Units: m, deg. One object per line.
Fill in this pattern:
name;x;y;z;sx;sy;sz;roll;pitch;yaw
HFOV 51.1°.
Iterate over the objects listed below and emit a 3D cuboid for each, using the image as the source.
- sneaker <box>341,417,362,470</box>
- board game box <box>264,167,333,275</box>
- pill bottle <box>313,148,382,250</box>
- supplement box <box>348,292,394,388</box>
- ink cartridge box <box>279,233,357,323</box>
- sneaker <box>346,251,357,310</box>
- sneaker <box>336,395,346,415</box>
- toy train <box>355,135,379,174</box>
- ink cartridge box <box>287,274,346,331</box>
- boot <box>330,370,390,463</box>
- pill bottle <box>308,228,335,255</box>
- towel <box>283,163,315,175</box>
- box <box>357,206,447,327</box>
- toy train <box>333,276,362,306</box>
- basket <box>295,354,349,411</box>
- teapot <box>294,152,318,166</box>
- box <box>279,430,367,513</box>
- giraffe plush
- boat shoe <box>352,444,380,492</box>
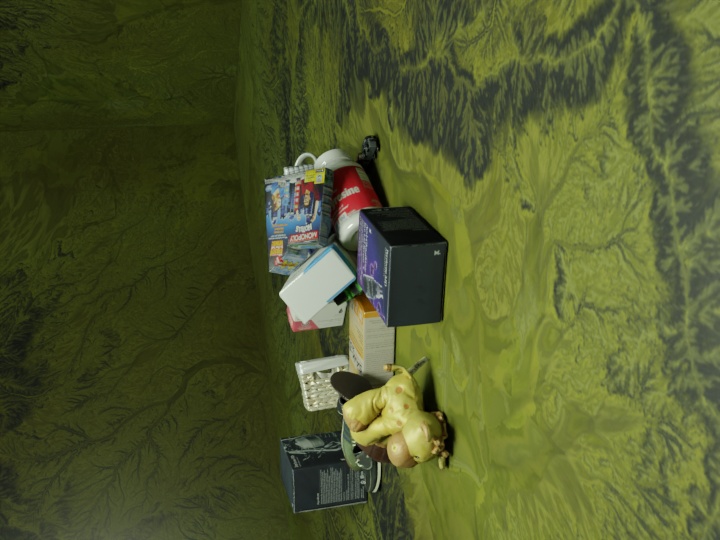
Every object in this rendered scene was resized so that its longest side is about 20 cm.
sneaker;-0.010;0.387;1.825;0.090;0.066;0.205;149;118;-79
board game box;-0.126;-0.095;1.545;0.198;0.061;0.204;-2;82;46
pill bottle;-0.025;-0.152;1.569;0.113;0.110;0.202;106;145;-54
supplement box;0.022;0.154;1.616;0.126;0.072;0.204;-126;34;-64
ink cartridge box;-0.079;0.009;1.559;0.085;0.144;0.200;48;-170;-9
sneaker;0.000;0.000;1.695;0.087;0.073;0.205;174;97;-87
sneaker;-0.020;0.287;1.722;0.199;0.081;0.073;-36;58;54
toy train;0.004;-0.233;1.641;0.200;0.033;0.047;119;147;-64
ink cartridge box;-0.109;0.059;1.947;0.202;0.144;0.084;102;157;-48
boot;0.005;0.316;1.591;0.064;0.184;0.202;-50;-17;-36
pill bottle;-0.093;-0.110;1.707;0.201;0.110;0.113;65;-177;-45
towel;-0.097;-0.156;1.801;0.086;0.162;0.203;-116;24;-47
box;0.068;-0.012;1.328;0.200;0.102;0.151;-126;34;-64
toy train;0.009;0.019;1.519;0.199;0.056;0.042;-34;92;46
basket;-0.095;0.291;1.960;0.200;0.133;0.126;137;125;-81
teapot;-0.133;-0.174;1.974;0.145;0.201;0.199;-25;25;37
box;-0.100;0.520;1.967;0.200;0.193;0.127;-146;52;-70
giraffe plush;0.086;0.278;1.331;0.201;0.171;0.163;-51;45;18
boat shoe;0.012;0.428;1.765;0.072;0.066;0.204;-136;42;-66
